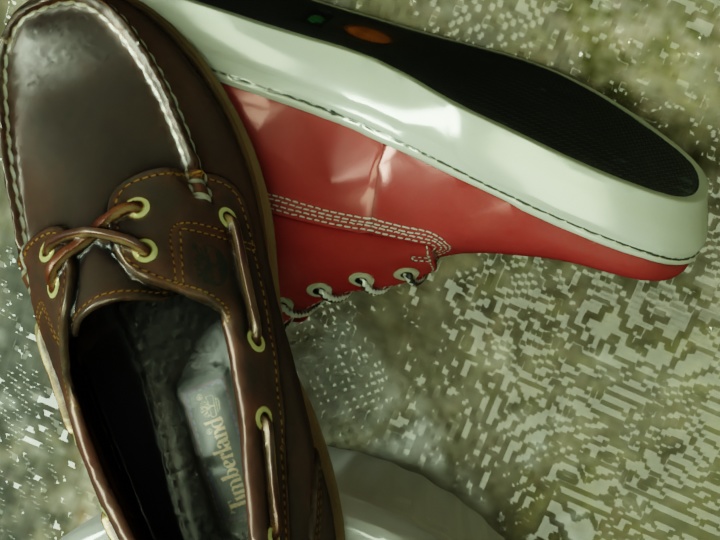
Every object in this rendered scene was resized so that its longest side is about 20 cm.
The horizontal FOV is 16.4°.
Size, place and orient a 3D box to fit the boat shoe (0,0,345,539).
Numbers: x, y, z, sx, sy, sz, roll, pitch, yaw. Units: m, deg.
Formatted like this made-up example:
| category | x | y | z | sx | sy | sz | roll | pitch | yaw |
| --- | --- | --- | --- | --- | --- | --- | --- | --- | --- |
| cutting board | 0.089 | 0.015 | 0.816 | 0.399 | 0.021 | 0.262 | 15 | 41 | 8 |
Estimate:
| category | x | y | z | sx | sy | sz | roll | pitch | yaw |
| --- | --- | --- | --- | --- | --- | --- | --- | --- | --- |
| boat shoe | -0.057 | 0.010 | 0.701 | 0.070 | 0.070 | 0.201 | -25 | 81 | 17 |

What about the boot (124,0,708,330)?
| category | x | y | z | sx | sy | sz | roll | pitch | yaw |
| --- | --- | --- | --- | --- | --- | --- | --- | --- | --- |
| boot | 0.000 | 0.000 | 0.766 | 0.199 | 0.072 | 0.145 | 19 | 110 | 14 |

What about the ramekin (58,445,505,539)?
| category | x | y | z | sx | sy | sz | roll | pitch | yaw |
| --- | --- | --- | --- | --- | --- | --- | --- | --- | --- |
| ramekin | -0.022 | 0.149 | 0.800 | 0.201 | 0.094 | 0.204 | 3 | 107 | 10 |
